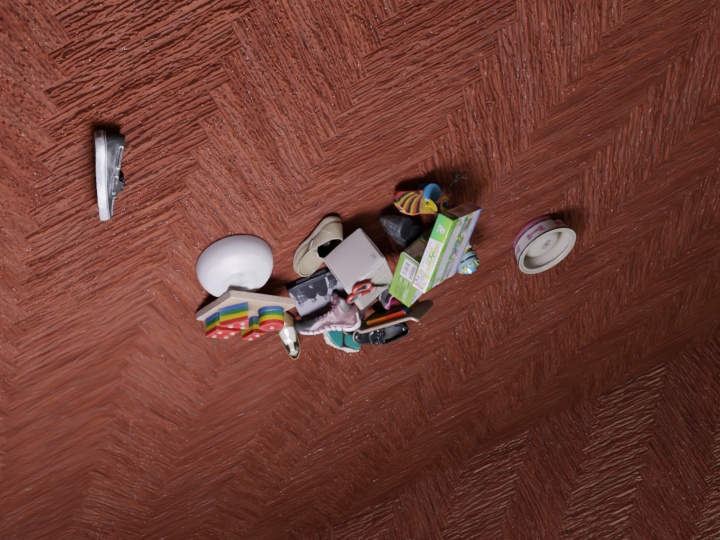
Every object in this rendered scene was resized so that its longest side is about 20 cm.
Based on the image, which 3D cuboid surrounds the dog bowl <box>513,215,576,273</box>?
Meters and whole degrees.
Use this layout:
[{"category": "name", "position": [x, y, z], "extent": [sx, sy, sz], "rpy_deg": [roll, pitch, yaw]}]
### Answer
[{"category": "dog bowl", "position": [0.557, -0.084, 1.963], "extent": [0.194, 0.075, 0.203], "rpy_deg": [-15, 143, -12]}]

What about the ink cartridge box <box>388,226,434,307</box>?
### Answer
[{"category": "ink cartridge box", "position": [0.173, -0.021, 1.734], "extent": [0.199, 0.075, 0.150], "rpy_deg": [-38, 154, -41]}]

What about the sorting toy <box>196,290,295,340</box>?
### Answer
[{"category": "sorting toy", "position": [-0.298, 0.126, 1.669], "extent": [0.196, 0.072, 0.197], "rpy_deg": [10, 154, -39]}]

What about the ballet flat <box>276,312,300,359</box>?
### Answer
[{"category": "ballet flat", "position": [-0.209, 0.198, 1.873], "extent": [0.066, 0.074, 0.203], "rpy_deg": [-16, 143, -8]}]

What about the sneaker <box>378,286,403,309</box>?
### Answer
[{"category": "sneaker", "position": [0.139, 0.058, 1.881], "extent": [0.194, 0.097, 0.080], "rpy_deg": [-20, 143, -8]}]

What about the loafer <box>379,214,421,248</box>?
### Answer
[{"category": "loafer", "position": [0.110, -0.107, 1.690], "extent": [0.075, 0.071, 0.200], "rpy_deg": [-64, 156, -7]}]

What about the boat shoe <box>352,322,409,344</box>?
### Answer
[{"category": "boat shoe", "position": [0.071, 0.201, 2.023], "extent": [0.194, 0.066, 0.077], "rpy_deg": [-4, 113, -29]}]

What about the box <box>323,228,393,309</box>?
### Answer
[{"category": "box", "position": [0.000, 0.000, 1.653], "extent": [0.127, 0.110, 0.200], "rpy_deg": [-39, 160, -3]}]

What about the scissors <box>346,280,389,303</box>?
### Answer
[{"category": "scissors", "position": [0.035, 0.043, 1.621], "extent": [0.197, 0.014, 0.074], "rpy_deg": [-14, 145, -50]}]

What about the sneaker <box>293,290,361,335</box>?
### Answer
[{"category": "sneaker", "position": [-0.097, 0.112, 1.809], "extent": [0.193, 0.076, 0.119], "rpy_deg": [-5, 116, -4]}]

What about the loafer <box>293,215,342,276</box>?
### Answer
[{"category": "loafer", "position": [-0.108, -0.049, 1.623], "extent": [0.074, 0.069, 0.201], "rpy_deg": [8, 134, -36]}]

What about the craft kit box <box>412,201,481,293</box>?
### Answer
[{"category": "craft kit box", "position": [0.222, -0.062, 1.622], "extent": [0.196, 0.048, 0.205], "rpy_deg": [-28, 141, -57]}]

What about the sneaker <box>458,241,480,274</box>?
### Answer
[{"category": "sneaker", "position": [0.285, -0.070, 1.772], "extent": [0.078, 0.133, 0.201], "rpy_deg": [-23, 144, 4]}]

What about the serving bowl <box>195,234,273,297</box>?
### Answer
[{"category": "serving bowl", "position": [-0.304, 0.006, 1.581], "extent": [0.194, 0.067, 0.203], "rpy_deg": [-16, 143, -12]}]

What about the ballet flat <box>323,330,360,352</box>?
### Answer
[{"category": "ballet flat", "position": [-0.072, 0.217, 1.986], "extent": [0.071, 0.073, 0.199], "rpy_deg": [-35, 143, 16]}]

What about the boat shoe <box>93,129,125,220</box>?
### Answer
[{"category": "boat shoe", "position": [-0.485, -0.179, 1.242], "extent": [0.055, 0.070, 0.203], "rpy_deg": [-5, 138, -25]}]

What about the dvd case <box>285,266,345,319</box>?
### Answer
[{"category": "dvd case", "position": [-0.117, 0.074, 1.812], "extent": [0.146, 0.025, 0.202], "rpy_deg": [-23, 145, -3]}]

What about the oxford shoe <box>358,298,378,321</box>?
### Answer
[{"category": "oxford shoe", "position": [0.018, 0.088, 1.850], "extent": [0.070, 0.073, 0.203], "rpy_deg": [8, 139, -1]}]

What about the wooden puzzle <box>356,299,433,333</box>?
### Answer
[{"category": "wooden puzzle", "position": [0.102, 0.127, 1.880], "extent": [0.194, 0.038, 0.184], "rpy_deg": [-13, -172, 25]}]

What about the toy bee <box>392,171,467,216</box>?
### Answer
[{"category": "toy bee", "position": [0.183, -0.166, 1.595], "extent": [0.193, 0.112, 0.131], "rpy_deg": [-13, -170, 9]}]
